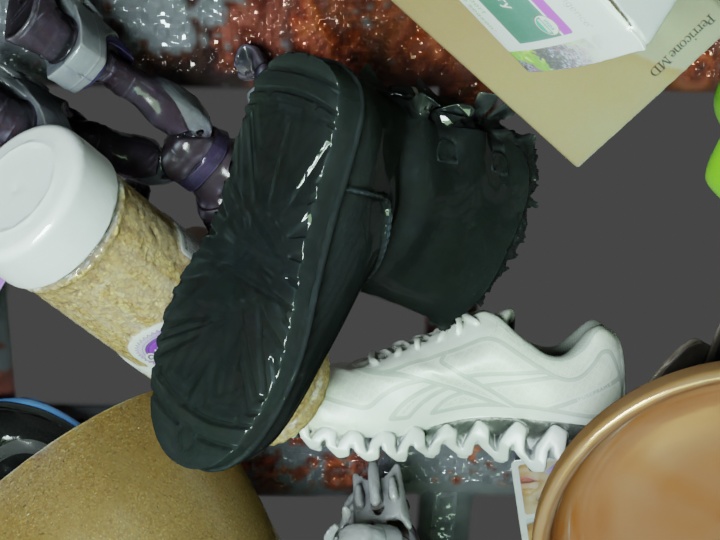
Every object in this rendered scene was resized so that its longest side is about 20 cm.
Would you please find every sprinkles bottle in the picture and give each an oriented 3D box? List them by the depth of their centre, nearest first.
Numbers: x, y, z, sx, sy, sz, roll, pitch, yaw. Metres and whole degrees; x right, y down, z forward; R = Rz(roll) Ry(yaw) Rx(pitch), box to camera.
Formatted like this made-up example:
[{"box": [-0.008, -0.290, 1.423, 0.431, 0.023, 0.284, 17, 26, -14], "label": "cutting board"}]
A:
[{"box": [-0.093, 0.012, 0.759, 0.068, 0.069, 0.200, -32, 137, 16], "label": "sprinkles bottle"}]

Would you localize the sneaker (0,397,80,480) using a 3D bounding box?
[{"box": [-0.231, 0.113, 0.867, 0.198, 0.083, 0.071, 1, 121, -3], "label": "sneaker"}]

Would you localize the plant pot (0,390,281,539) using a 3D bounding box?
[{"box": [-0.092, 0.193, 0.809, 0.200, 0.186, 0.187, 49, 114, 15], "label": "plant pot"}]

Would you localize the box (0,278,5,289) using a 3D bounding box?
[{"box": [-0.249, 0.014, 0.756, 0.136, 0.039, 0.201, 31, 73, -12], "label": "box"}]

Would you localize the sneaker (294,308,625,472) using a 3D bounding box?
[{"box": [0.042, 0.057, 0.857, 0.198, 0.075, 0.082, 3, 101, -1], "label": "sneaker"}]

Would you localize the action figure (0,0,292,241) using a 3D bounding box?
[{"box": [-0.088, -0.062, 0.779, 0.199, 0.070, 0.130, 30, 109, -32], "label": "action figure"}]

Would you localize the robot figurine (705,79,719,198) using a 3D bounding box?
[{"box": [0.235, -0.103, 0.732, 0.175, 0.116, 0.201, 5, 123, -36], "label": "robot figurine"}]

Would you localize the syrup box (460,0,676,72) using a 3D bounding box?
[{"box": [0.111, -0.180, 0.642, 0.079, 0.081, 0.201, 42, 71, -23], "label": "syrup box"}]

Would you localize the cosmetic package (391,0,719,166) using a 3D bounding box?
[{"box": [0.060, -0.152, 0.725, 0.200, 0.071, 0.105, 38, 112, -20], "label": "cosmetic package"}]

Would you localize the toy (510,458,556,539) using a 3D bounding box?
[{"box": [0.155, 0.188, 0.940, 0.114, 0.047, 0.201, -9, 119, 4], "label": "toy"}]

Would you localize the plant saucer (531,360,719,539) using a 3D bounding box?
[{"box": [0.183, 0.127, 0.825, 0.198, 0.038, 0.202, -1, 117, -2], "label": "plant saucer"}]

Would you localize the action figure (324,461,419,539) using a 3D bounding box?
[{"box": [0.024, 0.187, 0.881, 0.069, 0.131, 0.200, -9, 141, 21], "label": "action figure"}]

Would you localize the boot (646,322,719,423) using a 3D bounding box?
[{"box": [0.202, 0.102, 0.866, 0.146, 0.070, 0.201, 28, 98, -30], "label": "boot"}]

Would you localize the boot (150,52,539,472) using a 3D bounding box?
[{"box": [-0.001, 0.000, 0.751, 0.162, 0.073, 0.200, 12, 98, -53], "label": "boot"}]
